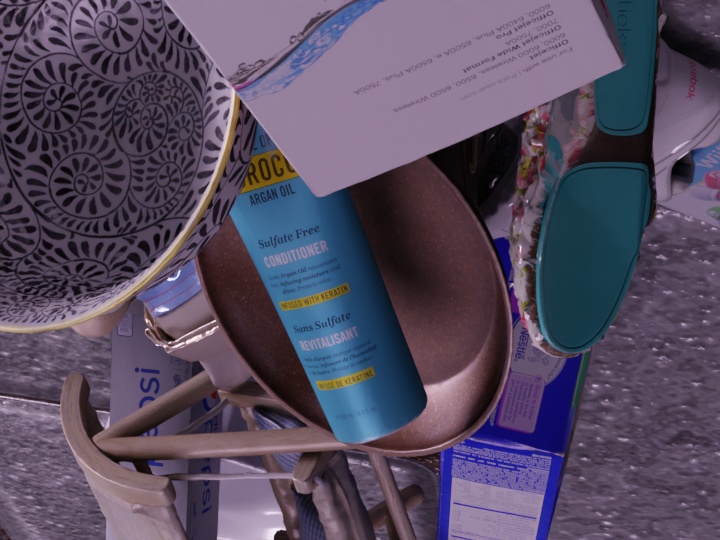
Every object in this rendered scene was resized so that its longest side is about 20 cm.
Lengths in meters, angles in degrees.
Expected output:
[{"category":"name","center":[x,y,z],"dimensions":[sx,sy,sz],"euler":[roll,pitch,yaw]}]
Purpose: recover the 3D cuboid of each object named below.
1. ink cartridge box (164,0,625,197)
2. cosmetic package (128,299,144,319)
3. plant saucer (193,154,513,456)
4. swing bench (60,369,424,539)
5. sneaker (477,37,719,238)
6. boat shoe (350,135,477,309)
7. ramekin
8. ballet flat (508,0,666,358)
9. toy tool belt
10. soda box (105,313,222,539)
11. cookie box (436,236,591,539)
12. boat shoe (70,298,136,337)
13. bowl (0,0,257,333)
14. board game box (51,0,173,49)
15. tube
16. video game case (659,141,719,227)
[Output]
[{"category":"ink cartridge box","center":[-0.005,-0.157,0.749],"dimensions":[0.144,0.148,0.200],"euler":[-22,144,13]},{"category":"cosmetic package","center":[-0.139,-0.024,1.223],"dimensions":[0.199,0.072,0.101],"euler":[22,153,-20]},{"category":"plant saucer","center":[0.000,0.000,0.995],"dimensions":[0.199,0.037,0.202],"euler":[19,126,28]},{"category":"swing bench","center":[-0.064,0.149,1.213],"dimensions":[0.198,0.130,0.200],"euler":[-18,131,2]},{"category":"sneaker","center":[0.125,-0.056,1.033],"dimensions":[0.099,0.079,0.200],"euler":[20,155,-21]},{"category":"boat shoe","center":[0.027,-0.076,0.997],"dimensions":[0.071,0.060,0.202],"euler":[12,123,27]},{"category":"ramekin","center":[-0.105,0.134,1.501],"dimensions":[0.199,0.098,0.201],"euler":[10,154,5]},{"category":"ballet flat","center":[0.104,-0.061,0.924],"dimensions":[0.075,0.202,0.064],"euler":[5,-171,-26]},{"category":"toy tool belt","center":[-0.061,-0.033,1.103],"dimensions":[0.123,0.125,0.200],"euler":[36,123,-13]},{"category":"soda box","center":[-0.136,0.116,1.359],"dimensions":[0.063,0.202,0.068],"euler":[4,-173,16]},{"category":"cookie box","center":[0.100,0.064,1.181],"dimensions":[0.075,0.172,0.200],"euler":[12,156,7]},{"category":"boat shoe","center":[-0.141,-0.044,1.040],"dimensions":[0.071,0.201,0.065],"euler":[4,126,-10]},{"category":"bowl","center":[-0.117,-0.066,0.881],"dimensions":[0.199,0.203,0.094],"euler":[-2,171,28]},{"category":"board game box","center":[-0.145,-0.138,0.934],"dimensions":[0.198,0.026,0.201],"euler":[16,130,5]},{"category":"tube","center":[-0.026,-0.014,0.943],"dimensions":[0.077,0.050,0.201],"euler":[-17,107,20]},{"category":"video game case","center":[0.271,-0.041,1.062],"dimensions":[0.199,0.018,0.143],"euler":[20,154,-15]}]
